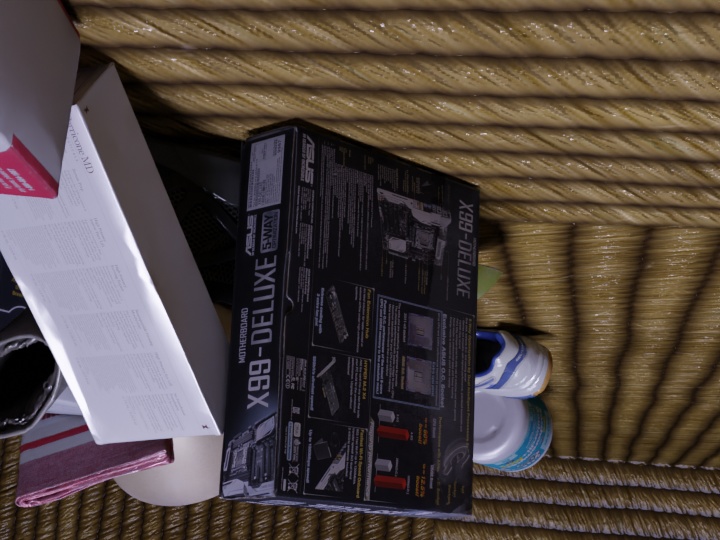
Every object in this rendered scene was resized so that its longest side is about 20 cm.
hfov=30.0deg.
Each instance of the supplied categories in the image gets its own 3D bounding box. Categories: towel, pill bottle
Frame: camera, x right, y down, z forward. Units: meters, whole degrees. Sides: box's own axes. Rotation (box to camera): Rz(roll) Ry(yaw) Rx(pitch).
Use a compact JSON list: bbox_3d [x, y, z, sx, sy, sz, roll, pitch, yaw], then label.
[{"bbox_3d":[-0.228,0.105,1.173,0.142,0.202,0.023,-18,134,10],"label":"towel"},{"bbox_3d":[0.178,0.194,1.690,0.109,0.113,0.200,0,168,22],"label":"pill bottle"}]

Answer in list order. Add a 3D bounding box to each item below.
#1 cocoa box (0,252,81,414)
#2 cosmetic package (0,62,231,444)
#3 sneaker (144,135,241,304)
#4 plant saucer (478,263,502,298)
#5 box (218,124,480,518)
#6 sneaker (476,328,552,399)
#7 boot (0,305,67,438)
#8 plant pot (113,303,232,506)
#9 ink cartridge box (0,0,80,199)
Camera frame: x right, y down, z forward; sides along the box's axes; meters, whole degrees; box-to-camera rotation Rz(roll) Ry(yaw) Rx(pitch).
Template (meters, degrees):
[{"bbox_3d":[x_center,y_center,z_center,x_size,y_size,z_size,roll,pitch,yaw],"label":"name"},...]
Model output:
[{"bbox_3d":[-0.272,0.038,1.071,0.132,0.133,0.199,0,168,28],"label":"cocoa box"},{"bbox_3d":[-0.133,-0.003,0.703,0.081,0.051,0.202,-5,122,23],"label":"cosmetic package"},{"bbox_3d":[-0.142,-0.022,0.764,0.197,0.116,0.076,13,176,-26],"label":"sneaker"},{"bbox_3d":[0.000,0.000,0.941,0.197,0.032,0.200,10,178,0],"label":"plant saucer"},{"bbox_3d":[0.000,0.035,0.767,0.156,0.203,0.049,14,163,-43],"label":"box"},{"bbox_3d":[0.094,0.089,1.355,0.198,0.076,0.088,-14,148,39],"label":"sneaker"},{"bbox_3d":[-0.201,0.049,0.874,0.072,0.201,0.182,35,125,-10],"label":"boot"},{"bbox_3d":[-0.179,0.099,1.267,0.198,0.202,0.135,0,139,23],"label":"plant pot"},{"bbox_3d":[-0.228,-0.093,0.539,0.197,0.087,0.148,3,169,3],"label":"ink cartridge box"}]
